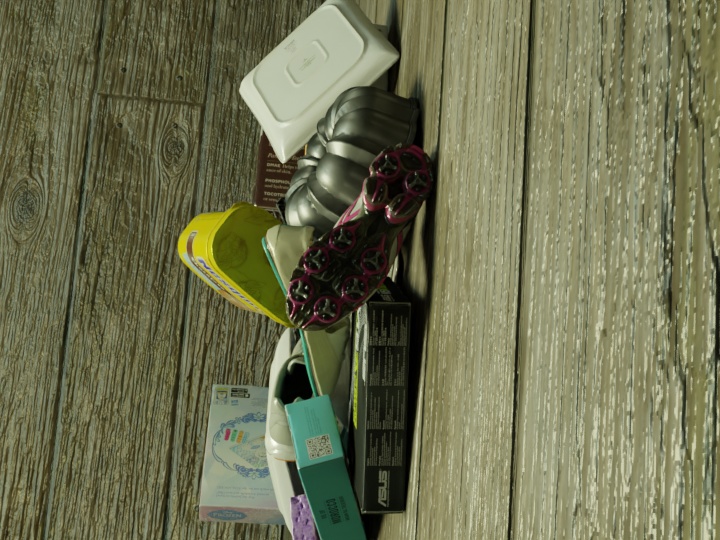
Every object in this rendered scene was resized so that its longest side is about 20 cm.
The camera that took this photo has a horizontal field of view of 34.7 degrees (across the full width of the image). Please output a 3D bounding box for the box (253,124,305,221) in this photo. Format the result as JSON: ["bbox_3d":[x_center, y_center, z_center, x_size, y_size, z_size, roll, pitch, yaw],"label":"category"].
[{"bbox_3d":[-0.081,-0.156,1.798,0.166,0.163,0.202,114,161,-73],"label":"box"}]

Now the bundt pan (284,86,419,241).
[{"bbox_3d":[-0.019,-0.112,1.234,0.202,0.075,0.202,-56,16,25],"label":"bundt pan"}]

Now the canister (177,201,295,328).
[{"bbox_3d":[-0.129,-0.008,1.345,0.087,0.148,0.200,-53,17,-11],"label":"canister"}]

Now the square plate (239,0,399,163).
[{"bbox_3d":[-0.064,-0.259,1.489,0.028,0.200,0.199,41,-168,-43],"label":"square plate"}]

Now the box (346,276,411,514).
[{"bbox_3d":[0.016,0.115,1.143,0.193,0.047,0.202,-108,20,-82],"label":"box"}]

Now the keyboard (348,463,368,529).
[{"bbox_3d":[-0.015,0.295,1.366,0.104,0.039,0.202,-113,29,-77],"label":"keyboard"}]

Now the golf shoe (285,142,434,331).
[{"bbox_3d":[0.002,-0.021,1.072,0.200,0.072,0.092,-53,-7,-15],"label":"golf shoe"}]

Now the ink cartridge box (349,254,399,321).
[{"bbox_3d":[0.000,0.000,1.326,0.200,0.067,0.117,-98,15,-66],"label":"ink cartridge box"}]

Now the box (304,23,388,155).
[{"bbox_3d":[-0.022,-0.232,1.611,0.201,0.097,0.125,103,170,-54],"label":"box"}]

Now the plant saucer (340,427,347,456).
[{"bbox_3d":[-0.015,0.210,1.459,0.200,0.019,0.070,105,-175,-73],"label":"plant saucer"}]

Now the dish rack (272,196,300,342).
[{"bbox_3d":[-0.065,0.000,1.518,0.201,0.054,0.153,67,-164,7],"label":"dish rack"}]

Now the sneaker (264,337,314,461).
[{"bbox_3d":[-0.057,0.118,1.310,0.201,0.075,0.093,-75,-10,-51],"label":"sneaker"}]

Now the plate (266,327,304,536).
[{"bbox_3d":[-0.089,0.206,1.432,0.201,0.032,0.200,-89,-6,-46],"label":"plate"}]

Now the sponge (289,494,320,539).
[{"bbox_3d":[-0.049,0.336,1.380,0.200,0.030,0.112,68,-167,-71],"label":"sponge"}]

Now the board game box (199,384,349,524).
[{"bbox_3d":[-0.113,0.251,1.577,0.044,0.198,0.200,98,175,-45],"label":"board game box"}]

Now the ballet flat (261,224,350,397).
[{"bbox_3d":[-0.044,0.044,1.196,0.070,0.069,0.201,-100,-7,-70],"label":"ballet flat"}]

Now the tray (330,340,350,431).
[{"bbox_3d":[-0.007,0.118,1.341,0.108,0.022,0.201,57,-163,-32],"label":"tray"}]

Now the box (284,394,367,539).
[{"bbox_3d":[-0.033,0.226,1.228,0.201,0.049,0.083,78,177,-47],"label":"box"}]
